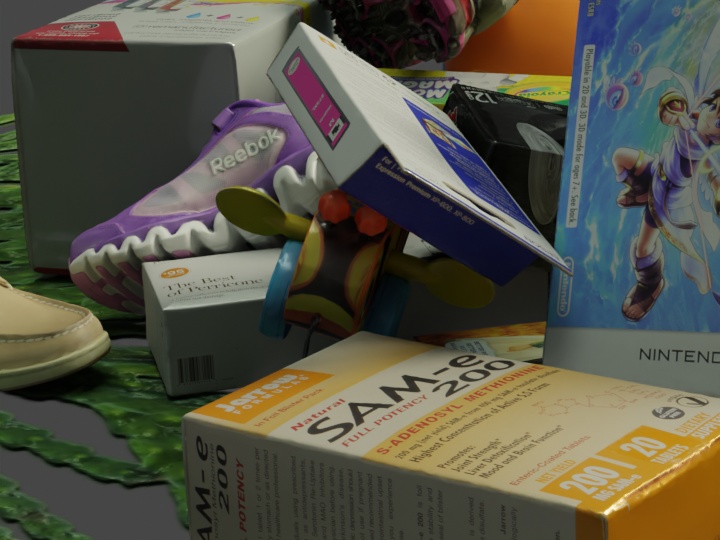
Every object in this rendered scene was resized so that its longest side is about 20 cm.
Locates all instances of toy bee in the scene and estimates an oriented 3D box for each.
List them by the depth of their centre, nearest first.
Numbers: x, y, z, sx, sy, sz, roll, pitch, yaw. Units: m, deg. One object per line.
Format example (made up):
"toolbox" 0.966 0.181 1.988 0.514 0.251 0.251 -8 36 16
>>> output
"toy bee" 0.000 0.000 1.046 0.130 0.109 0.201 7 38 -13

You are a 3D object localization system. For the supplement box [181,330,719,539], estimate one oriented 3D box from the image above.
"supplement box" 0.044 0.087 0.895 0.199 0.074 0.126 9 20 36

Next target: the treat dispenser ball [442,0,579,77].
"treat dispenser ball" 0.148 -0.125 1.350 0.199 0.203 0.201 -3 17 1

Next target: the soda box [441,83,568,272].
"soda box" 0.131 -0.037 1.162 0.198 0.071 0.063 8 29 -26

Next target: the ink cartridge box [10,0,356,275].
"ink cartridge box" -0.099 -0.090 1.374 0.144 0.146 0.200 2 17 19

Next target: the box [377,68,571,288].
"box" 0.066 -0.049 1.255 0.198 0.118 0.048 3 30 21

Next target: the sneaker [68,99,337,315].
"sneaker" -0.067 -0.044 1.223 0.199 0.089 0.080 -22 -29 13

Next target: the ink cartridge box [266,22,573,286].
"ink cartridge box" 0.022 -0.048 1.021 0.094 0.037 0.200 30 11 -25

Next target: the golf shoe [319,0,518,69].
"golf shoe" 0.041 -0.160 1.292 0.092 0.073 0.200 -34 17 -17

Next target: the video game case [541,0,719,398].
"video game case" 0.170 -0.041 0.946 0.180 0.202 0.045 1 -9 34

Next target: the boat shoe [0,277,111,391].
"boat shoe" -0.222 0.019 1.179 0.198 0.066 0.072 6 19 27

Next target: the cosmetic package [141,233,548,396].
"cosmetic package" -0.009 0.017 1.173 0.198 0.051 0.083 -7 17 -12

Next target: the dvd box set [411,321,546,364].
"dvd box set" 0.134 0.053 1.062 0.198 0.030 0.146 -6 17 -8
